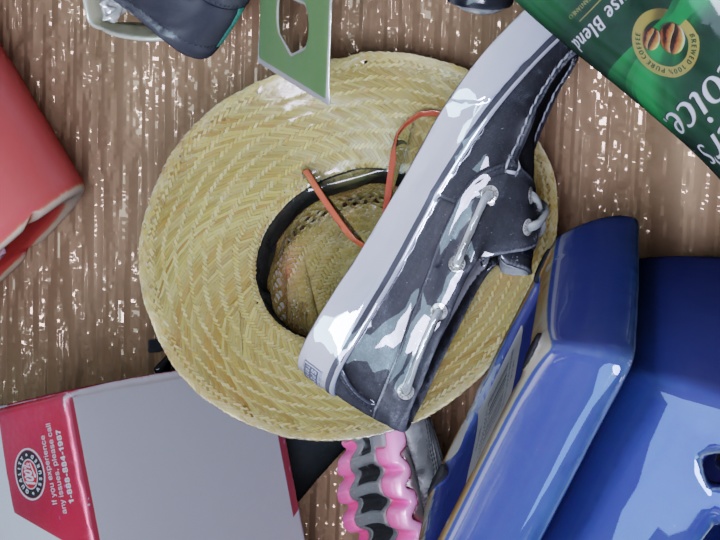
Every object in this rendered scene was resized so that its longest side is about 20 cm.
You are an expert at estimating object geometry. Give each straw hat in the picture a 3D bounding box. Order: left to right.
[{"bbox_3d":[0.000,0.000,1.145,0.199,0.085,0.203,-2,70,7],"label":"straw hat"}]

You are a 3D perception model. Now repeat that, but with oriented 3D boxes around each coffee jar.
[{"bbox_3d":[0.162,-0.089,0.995,0.200,0.085,0.104,44,124,2],"label":"coffee jar"}]

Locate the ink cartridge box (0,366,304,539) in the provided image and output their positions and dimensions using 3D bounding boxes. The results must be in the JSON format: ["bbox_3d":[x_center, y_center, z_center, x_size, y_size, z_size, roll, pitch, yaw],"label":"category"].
[{"bbox_3d":[-0.146,0.135,1.154,0.199,0.144,0.147,-13,87,38],"label":"ink cartridge box"}]

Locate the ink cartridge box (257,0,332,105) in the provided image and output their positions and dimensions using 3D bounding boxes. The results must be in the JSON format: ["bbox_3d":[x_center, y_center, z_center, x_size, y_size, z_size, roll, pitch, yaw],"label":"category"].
[{"bbox_3d":[-0.011,-0.186,1.088,0.047,0.146,0.202,-4,103,-14],"label":"ink cartridge box"}]

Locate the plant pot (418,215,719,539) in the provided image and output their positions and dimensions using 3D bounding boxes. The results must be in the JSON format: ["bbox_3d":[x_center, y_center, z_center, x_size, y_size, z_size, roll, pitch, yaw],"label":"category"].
[{"bbox_3d":[0.129,0.099,1.012,0.179,0.200,0.201,24,111,-2],"label":"plant pot"}]

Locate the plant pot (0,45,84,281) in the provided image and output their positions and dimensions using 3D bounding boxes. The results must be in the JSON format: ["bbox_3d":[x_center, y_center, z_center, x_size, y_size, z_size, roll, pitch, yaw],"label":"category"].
[{"bbox_3d":[-0.249,-0.061,1.222,0.177,0.200,0.200,47,118,-1],"label":"plant pot"}]

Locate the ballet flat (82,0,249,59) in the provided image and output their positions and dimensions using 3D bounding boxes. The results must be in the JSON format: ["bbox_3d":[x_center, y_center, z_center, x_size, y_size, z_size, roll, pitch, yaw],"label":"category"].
[{"bbox_3d":[-0.139,-0.159,1.197,0.199,0.073,0.074,28,113,26],"label":"ballet flat"}]

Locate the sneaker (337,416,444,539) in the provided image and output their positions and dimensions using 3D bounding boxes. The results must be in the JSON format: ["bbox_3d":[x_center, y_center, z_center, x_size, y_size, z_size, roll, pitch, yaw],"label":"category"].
[{"bbox_3d":[0.055,0.143,1.155,0.079,0.095,0.202,9,120,67],"label":"sneaker"}]

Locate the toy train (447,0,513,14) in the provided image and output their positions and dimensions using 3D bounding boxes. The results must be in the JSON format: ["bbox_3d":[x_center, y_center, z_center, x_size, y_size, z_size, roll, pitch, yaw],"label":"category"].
[{"bbox_3d":[0.084,-0.211,1.068,0.113,0.085,0.202,8,105,16],"label":"toy train"}]

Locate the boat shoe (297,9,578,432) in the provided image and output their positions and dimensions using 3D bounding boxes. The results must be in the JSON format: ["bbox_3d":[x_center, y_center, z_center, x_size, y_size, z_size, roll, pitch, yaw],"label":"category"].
[{"bbox_3d":[0.051,-0.023,1.055,0.068,0.072,0.201,32,88,12],"label":"boat shoe"}]

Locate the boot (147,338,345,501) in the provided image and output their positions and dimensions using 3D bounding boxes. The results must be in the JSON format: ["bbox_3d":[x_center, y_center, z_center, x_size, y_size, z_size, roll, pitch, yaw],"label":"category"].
[{"bbox_3d":[-0.043,0.116,1.209,0.198,0.073,0.163,45,118,17],"label":"boot"}]
